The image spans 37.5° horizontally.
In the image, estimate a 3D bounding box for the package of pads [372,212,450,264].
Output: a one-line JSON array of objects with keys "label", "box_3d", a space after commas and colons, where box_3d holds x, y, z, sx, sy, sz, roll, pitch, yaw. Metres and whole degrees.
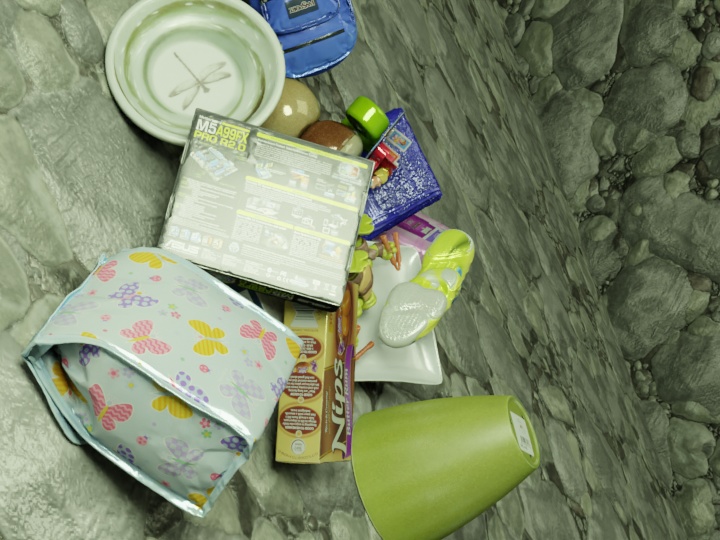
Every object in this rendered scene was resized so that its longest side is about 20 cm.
[{"label": "package of pads", "box_3d": [0.083, -0.030, 1.637, 0.119, 0.077, 0.200, 29, 19, 9]}]

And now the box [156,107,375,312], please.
[{"label": "box", "box_3d": [-0.097, -0.061, 1.097, 0.044, 0.197, 0.163, 132, -28, -73]}]

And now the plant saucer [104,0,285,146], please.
[{"label": "plant saucer", "box_3d": [-0.183, -0.218, 1.179, 0.050, 0.197, 0.203, 119, -42, -65]}]

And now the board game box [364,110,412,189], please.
[{"label": "board game box", "box_3d": [0.006, -0.110, 1.334, 0.039, 0.201, 0.158, 39, 21, -3]}]

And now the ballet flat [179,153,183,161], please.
[{"label": "ballet flat", "box_3d": [-0.184, -0.149, 1.212, 0.069, 0.069, 0.203, -3, 71, -67]}]

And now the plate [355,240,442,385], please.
[{"label": "plate", "box_3d": [0.015, 0.057, 1.423, 0.197, 0.032, 0.203, 6, 65, -39]}]

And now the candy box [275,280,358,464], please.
[{"label": "candy box", "box_3d": [-0.046, 0.108, 1.166, 0.117, 0.055, 0.204, 29, 61, -72]}]

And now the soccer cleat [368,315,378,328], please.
[{"label": "soccer cleat", "box_3d": [0.056, 0.064, 1.519, 0.199, 0.085, 0.071, 2, 66, -66]}]

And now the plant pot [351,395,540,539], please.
[{"label": "plant pot", "box_3d": [0.119, 0.237, 1.338, 0.188, 0.198, 0.189, 50, 27, -36]}]

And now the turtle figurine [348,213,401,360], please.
[{"label": "turtle figurine", "box_3d": [0.000, 0.000, 1.339, 0.162, 0.063, 0.202, 78, 31, -57]}]

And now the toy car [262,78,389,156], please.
[{"label": "toy car", "box_3d": [-0.091, -0.185, 1.346, 0.200, 0.165, 0.158, 42, -7, -2]}]

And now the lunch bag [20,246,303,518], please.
[{"label": "lunch bag", "box_3d": [-0.171, 0.083, 0.913, 0.199, 0.128, 0.170, 35, 29, -7]}]

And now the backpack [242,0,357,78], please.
[{"label": "backpack", "box_3d": [-0.094, -0.372, 1.494, 0.168, 0.160, 0.203, -99, 171, -76]}]

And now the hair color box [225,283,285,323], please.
[{"label": "hair color box", "box_3d": [-0.102, 0.020, 1.226, 0.101, 0.060, 0.200, 65, 21, -9]}]

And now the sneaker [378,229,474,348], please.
[{"label": "sneaker", "box_3d": [0.092, 0.043, 1.411, 0.201, 0.075, 0.106, -50, 157, -27]}]

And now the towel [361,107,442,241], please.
[{"label": "towel", "box_3d": [0.007, -0.118, 1.463, 0.149, 0.198, 0.049, 62, -16, -9]}]
